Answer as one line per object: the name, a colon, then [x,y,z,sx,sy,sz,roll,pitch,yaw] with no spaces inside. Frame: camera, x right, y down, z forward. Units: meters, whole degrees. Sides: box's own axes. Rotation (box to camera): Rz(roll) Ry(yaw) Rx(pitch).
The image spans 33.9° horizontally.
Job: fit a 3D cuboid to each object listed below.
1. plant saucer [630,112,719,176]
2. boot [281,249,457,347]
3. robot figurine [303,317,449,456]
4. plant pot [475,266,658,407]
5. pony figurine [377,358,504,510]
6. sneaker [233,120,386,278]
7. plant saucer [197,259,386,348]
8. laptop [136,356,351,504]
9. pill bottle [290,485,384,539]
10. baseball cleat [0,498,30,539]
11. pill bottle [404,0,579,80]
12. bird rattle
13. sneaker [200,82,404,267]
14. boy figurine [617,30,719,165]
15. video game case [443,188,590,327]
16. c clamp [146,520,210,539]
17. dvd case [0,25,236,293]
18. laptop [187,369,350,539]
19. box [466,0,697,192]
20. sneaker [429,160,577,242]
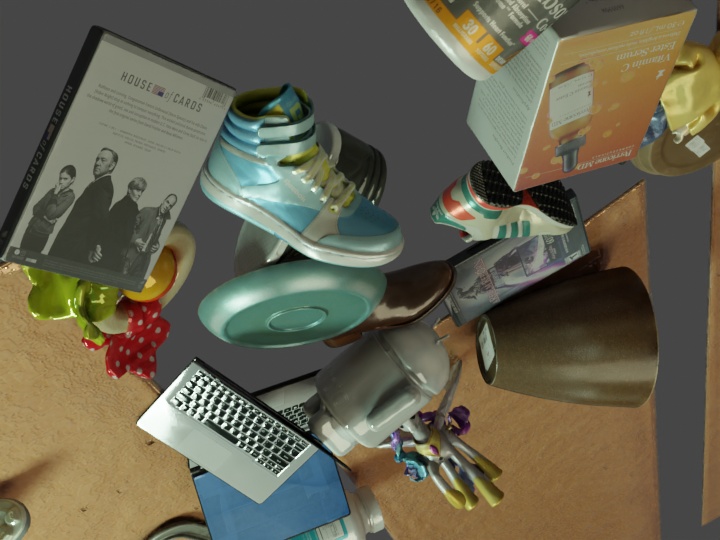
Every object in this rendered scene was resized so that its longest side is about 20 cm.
plant saucer: [0.408,-0.180,1.393,0.199,0.030,0.200,-21,148,-14]
boot: [0.000,0.000,1.302,0.186,0.064,0.200,-29,144,4]
robot figurine: [0.025,0.131,1.413,0.200,0.170,0.113,-41,118,5]
plant pot: [0.258,0.095,1.549,0.199,0.188,0.187,-4,143,-10]
pony figurine: [0.101,0.218,1.555,0.166,0.200,0.193,-43,-179,10]
sneaker: [-0.045,-0.054,1.175,0.099,0.071,0.200,12,126,-40]
plant saucer: [-0.068,0.041,1.228,0.199,0.028,0.200,-10,157,-4]
laptop: [-0.137,0.197,1.336,0.187,0.116,0.200,37,117,-15]
pill bottle: [-0.068,0.385,1.738,0.199,0.111,0.111,-19,147,-15]
baseball cleat: [-0.455,0.329,1.415,0.199,0.070,0.106,-28,156,17]
pill bottle: [0.138,-0.263,0.984,0.200,0.117,0.116,-40,146,18]
bird rattle: [-0.217,0.023,1.133,0.163,0.113,0.200,-47,150,-1]
sneaker: [-0.043,-0.089,1.044,0.080,0.199,0.131,-61,173,-50]
boy figurine: [0.343,-0.202,1.277,0.200,0.064,0.125,-34,121,3]
video game case: [0.188,-0.012,1.468,0.199,0.019,0.143,-31,148,1]
c clamp: [-0.271,0.421,1.711,0.170,0.027,0.200,-32,148,6]
dvd case: [-0.201,-0.086,0.984,0.150,0.025,0.201,18,101,-50]
laptop: [-0.113,0.249,1.494,0.186,0.116,0.200,-18,147,-18]
box: [0.207,-0.195,1.142,0.152,0.107,0.200,-17,146,-19]
sneaker: [0.160,-0.069,1.335,0.093,0.071,0.199,-30,155,37]
